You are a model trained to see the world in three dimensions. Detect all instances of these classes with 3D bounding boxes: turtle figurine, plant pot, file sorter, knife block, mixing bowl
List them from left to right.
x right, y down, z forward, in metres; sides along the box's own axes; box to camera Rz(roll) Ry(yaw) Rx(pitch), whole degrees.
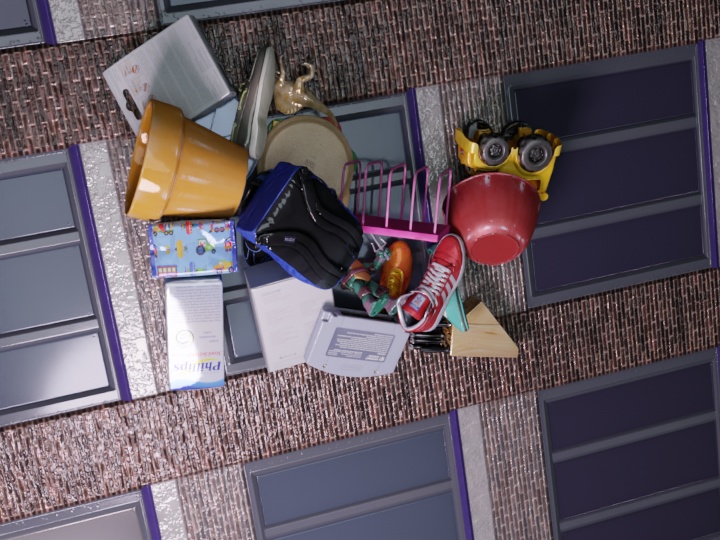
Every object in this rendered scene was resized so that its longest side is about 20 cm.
[{"bbox_3d":[-0.299,-0.175,1.484,0.180,0.200,0.204,12,97,-22],"label":"plant pot"},{"bbox_3d":[0.000,0.000,1.659,0.148,0.201,0.101,-16,147,-37],"label":"turtle figurine"},{"bbox_3d":[0.067,-0.137,1.603,0.196,0.139,0.128,8,103,14],"label":"file sorter"},{"bbox_3d":[0.207,0.149,1.767,0.175,0.064,0.201,-42,106,-3],"label":"knife block"},{"bbox_3d":[0.259,-0.083,1.660,0.196,0.110,0.202,1,142,1],"label":"mixing bowl"}]

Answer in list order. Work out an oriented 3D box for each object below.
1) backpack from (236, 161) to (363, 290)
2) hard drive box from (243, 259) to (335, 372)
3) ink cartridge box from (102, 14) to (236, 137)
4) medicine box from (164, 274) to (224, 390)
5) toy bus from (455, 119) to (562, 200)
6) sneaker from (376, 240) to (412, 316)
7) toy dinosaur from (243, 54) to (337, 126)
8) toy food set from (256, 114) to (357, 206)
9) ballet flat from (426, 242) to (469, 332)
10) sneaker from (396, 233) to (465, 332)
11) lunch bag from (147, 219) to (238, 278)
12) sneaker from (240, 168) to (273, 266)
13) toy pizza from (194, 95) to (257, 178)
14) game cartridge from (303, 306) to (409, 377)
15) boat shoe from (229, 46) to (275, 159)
[{"bbox_3d":[-0.099,-0.077,1.494,0.199,0.167,0.164,38,85,-28],"label":"backpack"},{"bbox_3d":[-0.128,0.078,1.633,0.153,0.077,0.203,-14,125,-11],"label":"hard drive box"},{"bbox_3d":[-0.348,-0.342,1.553,0.198,0.047,0.162,-29,92,12],"label":"ink cartridge box"},{"bbox_3d":[-0.307,0.090,1.564,0.101,0.182,0.204,-3,106,-13],"label":"medicine box"},{"bbox_3d":[0.283,-0.194,1.705,0.196,0.136,0.196,1,115,-11],"label":"toy bus"},{"bbox_3d":[0.067,0.042,1.709,0.072,0.077,0.204,11,95,-13],"label":"sneaker"},{"bbox_3d":[-0.118,-0.342,1.608,0.197,0.058,0.103,20,98,5],"label":"toy dinosaur"},{"bbox_3d":[-0.103,-0.202,1.642,0.196,0.049,0.202,10,97,-14],"label":"toy food set"},{"bbox_3d":[0.168,0.036,1.706,0.069,0.068,0.204,-11,65,7],"label":"ballet flat"},{"bbox_3d":[0.133,0.028,1.614,0.070,0.112,0.204,25,105,27],"label":"sneaker"},{"bbox_3d":[-0.298,-0.050,1.541,0.147,0.200,0.096,-4,99,-8],"label":"lunch bag"},{"bbox_3d":[-0.196,-0.090,1.597,0.069,0.078,0.204,21,115,18],"label":"sneaker"},{"bbox_3d":[-0.286,-0.241,1.597,0.196,0.032,0.205,-1,95,-9],"label":"toy pizza"},{"bbox_3d":[-0.008,0.143,1.651,0.197,0.042,0.135,10,119,-29],"label":"game cartridge"},{"bbox_3d":[-0.197,-0.309,1.553,0.059,0.072,0.206,9,90,12],"label":"boat shoe"}]
